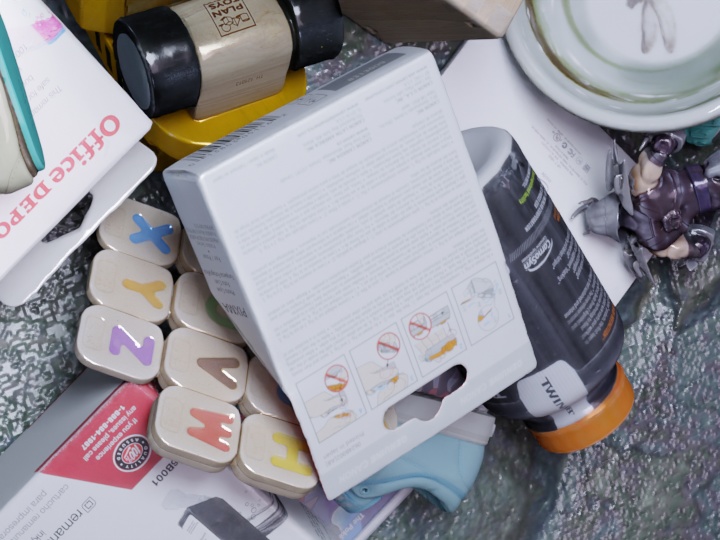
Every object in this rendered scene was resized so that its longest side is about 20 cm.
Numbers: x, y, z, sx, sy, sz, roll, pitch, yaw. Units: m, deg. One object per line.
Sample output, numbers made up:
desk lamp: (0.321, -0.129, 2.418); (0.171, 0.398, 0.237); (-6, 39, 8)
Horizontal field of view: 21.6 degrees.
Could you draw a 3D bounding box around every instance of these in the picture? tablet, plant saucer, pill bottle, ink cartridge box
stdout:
tablet: (0.111, -0.052, 1.230); (0.200, 0.014, 0.130); (42, 79, -22)
plant saucer: (0.188, -0.178, 1.192); (0.199, 0.050, 0.201); (-4, 77, 16)
pill bottle: (0.095, 0.019, 1.171); (0.106, 0.106, 0.200); (-40, 114, -15)
ink cartridge box: (-0.115, 0.163, 1.095); (0.144, 0.084, 0.200); (-45, 110, 1)
ink cartridge box: (-0.220, -0.089, 1.014); (0.129, 0.125, 0.200); (-46, 111, -13)
ink cartridge box: (0.000, 0.000, 1.043); (0.160, 0.047, 0.201); (-30, 112, -26)

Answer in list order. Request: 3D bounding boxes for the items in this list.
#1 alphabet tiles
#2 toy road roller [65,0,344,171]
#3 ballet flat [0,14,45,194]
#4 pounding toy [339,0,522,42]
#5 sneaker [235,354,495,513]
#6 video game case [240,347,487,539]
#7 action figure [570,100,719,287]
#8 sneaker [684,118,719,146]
alphabet tiles: (-0.062, 0.031, 1.073); (0.195, 0.015, 0.201); (21, 48, -18)
toy road roller: (-0.107, -0.148, 1.080); (0.122, 0.146, 0.201); (-21, 67, -22)
ballet flat: (-0.204, -0.132, 0.918); (0.069, 0.069, 0.201); (-14, 102, -22)
pounding toy: (0.078, -0.233, 1.101); (0.142, 0.184, 0.201); (33, 82, -24)
sneaker: (-0.011, 0.104, 1.135); (0.199, 0.074, 0.082); (15, 88, -23)
video game case: (-0.038, 0.089, 1.172); (0.200, 0.023, 0.182); (-45, 111, -14)
action figure: (0.233, -0.058, 1.218); (0.199, 0.070, 0.130); (-15, 142, 8)
sneaker: (0.259, -0.179, 1.252); (0.091, 0.077, 0.201); (6, 101, -40)
